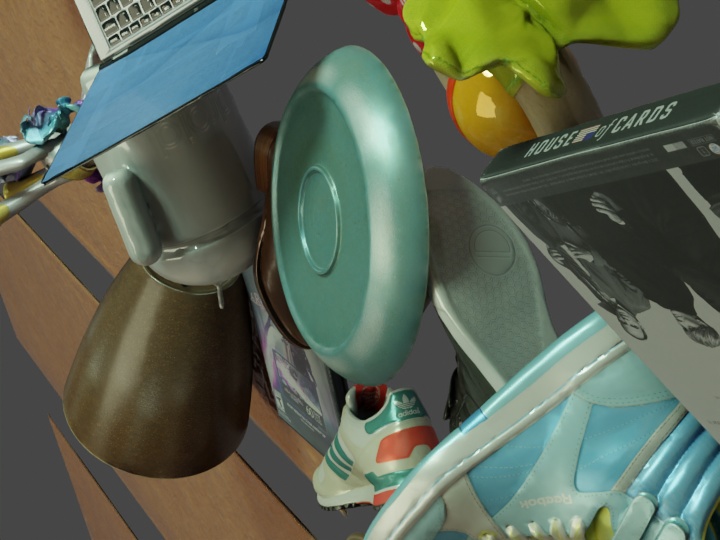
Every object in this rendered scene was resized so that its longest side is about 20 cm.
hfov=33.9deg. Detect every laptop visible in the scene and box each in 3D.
[{"bbox_3d":[-0.138,-0.186,0.729,0.187,0.116,0.201,-23,92,30],"label":"laptop"}]

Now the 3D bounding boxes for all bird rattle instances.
[{"bbox_3d":[0.053,-0.099,0.546,0.163,0.113,0.200,58,165,-28],"label":"bird rattle"}]

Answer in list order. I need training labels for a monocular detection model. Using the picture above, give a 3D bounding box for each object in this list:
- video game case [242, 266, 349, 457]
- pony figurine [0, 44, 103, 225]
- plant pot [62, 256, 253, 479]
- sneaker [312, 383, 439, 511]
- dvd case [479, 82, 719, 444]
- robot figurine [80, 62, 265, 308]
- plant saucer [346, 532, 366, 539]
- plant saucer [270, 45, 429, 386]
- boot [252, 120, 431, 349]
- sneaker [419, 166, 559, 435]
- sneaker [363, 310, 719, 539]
[{"bbox_3d":[-0.053,0.074,1.035,0.143,0.019,0.201,32,141,52],"label":"video game case"},{"bbox_3d":[-0.239,-0.108,1.028,0.193,0.199,0.167,-78,-34,-68],"label":"pony figurine"},{"bbox_3d":[-0.177,0.060,1.120,0.187,0.186,0.201,50,138,32],"label":"plant pot"},{"bbox_3d":[0.011,0.135,0.916,0.200,0.070,0.094,151,111,-69],"label":"sneaker"},{"bbox_3d":[0.150,0.020,0.445,0.200,0.025,0.150,45,161,-15],"label":"dvd case"},{"bbox_3d":[-0.132,-0.073,0.884,0.113,0.170,0.201,-6,119,35],"label":"robot figurine"},{"bbox_3d":[0.031,0.341,1.104,0.200,0.029,0.201,48,152,36],"label":"plant saucer"},{"bbox_3d":[-0.015,-0.030,0.697,0.200,0.027,0.201,175,90,-66],"label":"plant saucer"},{"bbox_3d":[0.000,0.000,0.799,0.200,0.064,0.187,26,133,50],"label":"boot"},{"bbox_3d":[0.066,0.042,0.679,0.201,0.071,0.099,61,152,1],"label":"sneaker"},{"bbox_3d":[0.100,0.121,0.573,0.131,0.200,0.079,50,-162,17],"label":"sneaker"}]
